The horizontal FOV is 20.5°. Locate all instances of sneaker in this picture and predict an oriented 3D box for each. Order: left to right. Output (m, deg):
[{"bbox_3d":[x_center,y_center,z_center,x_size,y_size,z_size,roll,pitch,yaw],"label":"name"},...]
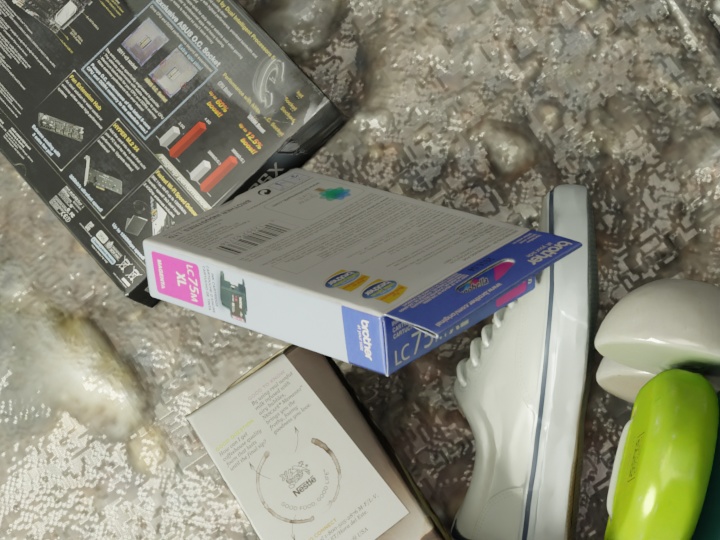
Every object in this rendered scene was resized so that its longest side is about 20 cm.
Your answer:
[{"bbox_3d":[0.084,0.052,1.041,0.071,0.073,0.200,6,83,11],"label":"sneaker"}]

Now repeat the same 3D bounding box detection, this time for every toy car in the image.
[{"bbox_3d":[0.174,0.109,0.948,0.150,0.200,0.175,12,78,10],"label":"toy car"}]

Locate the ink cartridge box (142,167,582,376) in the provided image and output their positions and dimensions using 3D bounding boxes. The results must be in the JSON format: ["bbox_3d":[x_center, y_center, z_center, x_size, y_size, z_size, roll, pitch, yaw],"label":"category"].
[{"bbox_3d":[0.000,0.000,1.013,0.200,0.119,0.042,14,121,40],"label":"ink cartridge box"}]

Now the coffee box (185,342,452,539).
[{"bbox_3d":[0.003,0.143,1.018,0.080,0.113,0.200,-33,73,0],"label":"coffee box"}]

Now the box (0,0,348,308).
[{"bbox_3d":[-0.131,-0.105,1.128,0.158,0.050,0.200,-44,75,3],"label":"box"}]
